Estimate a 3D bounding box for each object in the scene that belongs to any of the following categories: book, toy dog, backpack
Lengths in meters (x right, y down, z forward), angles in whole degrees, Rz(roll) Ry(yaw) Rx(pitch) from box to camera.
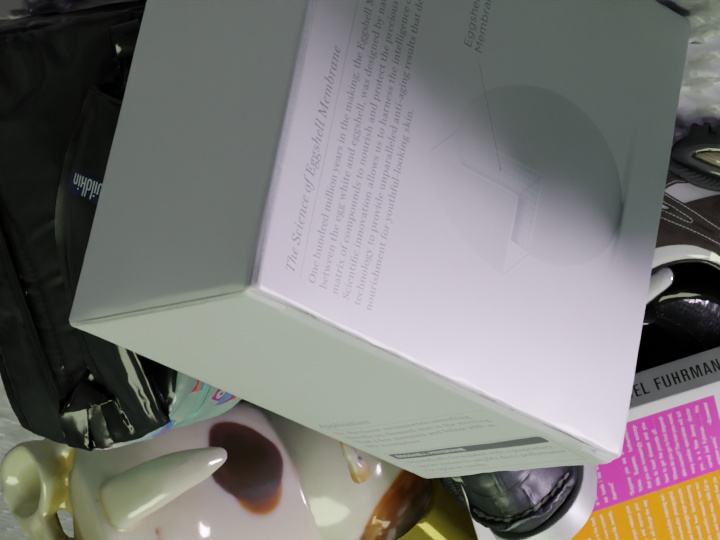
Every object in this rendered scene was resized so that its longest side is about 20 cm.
[{"bbox_3d":[0.155,0.109,1.338,0.200,0.048,0.134,-17,129,1],"label":"book"},{"bbox_3d":[-0.065,0.106,1.343,0.200,0.140,0.194,-16,152,-27],"label":"toy dog"},{"bbox_3d":[-0.109,-0.021,1.185,0.167,0.200,0.126,-3,-168,44],"label":"backpack"}]

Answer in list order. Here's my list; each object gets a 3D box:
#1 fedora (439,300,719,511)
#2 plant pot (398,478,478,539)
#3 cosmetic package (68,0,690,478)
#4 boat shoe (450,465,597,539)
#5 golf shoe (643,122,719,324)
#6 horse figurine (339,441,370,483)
[{"bbox_3d":[0.115,0.048,1.369,0.200,0.092,0.201,-8,134,-8],"label":"fedora"},{"bbox_3d":[0.046,0.116,1.498,0.200,0.200,0.176,-3,151,37],"label":"plant pot"},{"bbox_3d":[0.012,-0.042,1.048,0.200,0.200,0.123,27,156,-37],"label":"cosmetic package"},{"bbox_3d":[0.062,0.040,1.177,0.076,0.200,0.060,-31,126,10],"label":"boat shoe"},{"bbox_3d":[0.109,-0.025,1.205,0.200,0.095,0.078,10,162,13],"label":"golf shoe"},{"bbox_3d":[0.000,0.000,1.217,0.050,0.200,0.133,-8,129,18],"label":"horse figurine"}]
